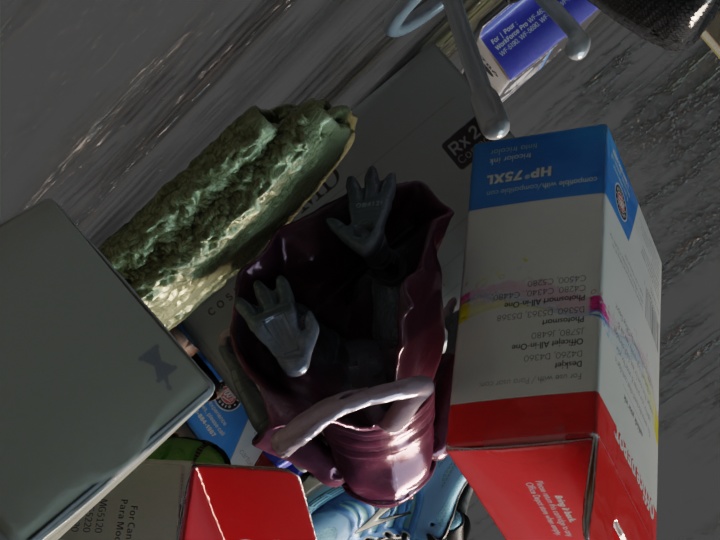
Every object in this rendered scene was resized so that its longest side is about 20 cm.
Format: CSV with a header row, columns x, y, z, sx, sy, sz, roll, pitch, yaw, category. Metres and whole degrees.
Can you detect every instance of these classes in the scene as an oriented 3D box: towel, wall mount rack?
x,y,z,sx,sy,sz,roll,pitch,yaw,category
-0.080,-0.002,0.681,0.200,0.037,0.148,-41,178,9,towel
0.090,-0.127,0.588,0.200,0.075,0.174,-42,178,25,wall mount rack

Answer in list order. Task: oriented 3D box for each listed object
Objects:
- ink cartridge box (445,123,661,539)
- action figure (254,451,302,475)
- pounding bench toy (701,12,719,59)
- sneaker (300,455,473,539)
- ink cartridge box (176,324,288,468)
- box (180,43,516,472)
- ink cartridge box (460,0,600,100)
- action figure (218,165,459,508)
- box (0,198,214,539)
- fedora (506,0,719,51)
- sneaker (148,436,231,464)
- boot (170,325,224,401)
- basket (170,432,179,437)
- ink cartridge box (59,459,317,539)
x,y,z,sx,sy,sz,roll,pitch,yaw,category
0.090,0.051,0.721,0.067,0.116,0.201,-6,-126,21,ink cartridge box
0.012,0.104,1.030,0.200,0.099,0.065,-50,145,-14,action figure
0.296,-0.207,1.095,0.156,0.200,0.124,-40,178,12,pounding bench toy
0.016,0.129,0.884,0.200,0.090,0.078,-39,178,16,sneaker
-0.037,0.058,1.098,0.200,0.145,0.084,-41,-151,-16,ink cartridge box
0.000,0.000,0.918,0.199,0.131,0.200,-40,178,-5,box
0.116,-0.159,1.067,0.099,0.039,0.200,-40,178,-2,ink cartridge box
0.014,0.055,0.734,0.133,0.149,0.200,-20,138,-6,action figure
-0.141,0.074,0.503,0.200,0.078,0.095,-42,178,40,box
0.166,-0.172,0.831,0.200,0.092,0.201,-40,178,-1,fedora
-0.109,0.165,0.954,0.084,0.077,0.201,-31,150,-44,sneaker
-0.170,0.100,0.861,0.200,0.064,0.186,-43,169,-7,boot
-0.215,0.143,0.995,0.200,0.149,0.143,-40,145,-15,basket
-0.106,0.163,0.749,0.200,0.175,0.084,79,14,-58,ink cartridge box
